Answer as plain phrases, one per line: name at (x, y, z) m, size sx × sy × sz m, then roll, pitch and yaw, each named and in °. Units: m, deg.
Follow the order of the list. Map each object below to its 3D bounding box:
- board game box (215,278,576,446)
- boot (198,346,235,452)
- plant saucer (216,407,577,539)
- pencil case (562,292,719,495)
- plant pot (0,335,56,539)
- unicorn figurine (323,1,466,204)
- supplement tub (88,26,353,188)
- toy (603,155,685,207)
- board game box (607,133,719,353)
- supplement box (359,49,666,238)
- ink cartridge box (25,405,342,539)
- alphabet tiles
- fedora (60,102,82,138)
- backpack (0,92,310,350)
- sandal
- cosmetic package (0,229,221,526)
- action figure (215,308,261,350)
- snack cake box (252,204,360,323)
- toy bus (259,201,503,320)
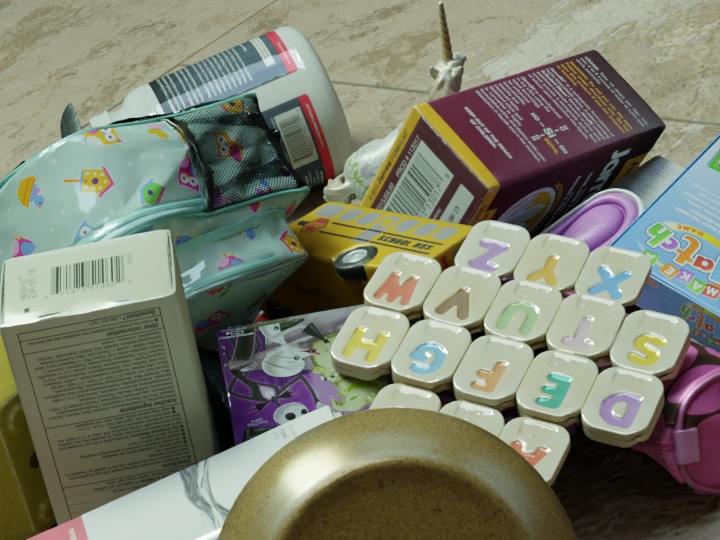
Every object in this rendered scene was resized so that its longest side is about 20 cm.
board game box at (0.018, 0.066, 1.166) m, size 0.199 × 0.032 × 0.120 m, roll -10°, pitch 46°, yaw -5°
boot at (-0.004, 0.090, 1.217) m, size 0.162 × 0.074 × 0.198 m, roll -21°, pitch 38°, yaw -23°
plant saucer at (0.021, 0.169, 0.996) m, size 0.200 × 0.201 × 0.035 m, roll -24°, pitch -6°, yaw -7°
pencil case at (0.161, 0.074, 1.190) m, size 0.093 × 0.091 × 0.200 m, roll 0°, pitch 12°, yaw -35°
plant pot at (-0.273, 0.086, 1.373) m, size 0.200 × 0.195 × 0.196 m, roll 15°, pitch 42°, yaw 32°
unicorn figurine at (0.049, -0.103, 1.447) m, size 0.200 × 0.074 × 0.137 m, roll -48°, pitch -14°, yaw 24°
supplement tub at (-0.119, -0.113, 1.672) m, size 0.199 × 0.141 × 0.140 m, roll -23°, pitch 27°, yaw -7°
toy at (0.165, 0.003, 1.361) m, size 0.200 × 0.047 × 0.115 m, roll -32°, pitch 28°, yaw -10°
board game box at (0.271, -0.020, 1.267) m, size 0.151 × 0.037 × 0.200 m, roll 32°, pitch 50°, yaw 21°
supplement box at (0.110, -0.074, 1.392) m, size 0.200 × 0.110 × 0.086 m, roll -21°, pitch 62°, yaw -41°
ink cartridge box at (-0.073, 0.186, 1.075) m, size 0.199 × 0.147 × 0.083 m, roll -24°, pitch 27°, yaw -6°
alphabet tiles at (0.087, 0.043, 1.143) m, size 0.199 × 0.015 × 0.196 m, roll 14°, pitch 49°, yaw 22°
fedora at (-0.162, -0.050, 1.519) m, size 0.091 × 0.201 × 0.201 m, roll -21°, pitch 27°, yaw -3°
backpack at (-0.147, -0.016, 1.252) m, size 0.200 × 0.154 × 0.176 m, roll -5°, pitch -26°, yaw -44°
sandal at (0.106, 0.005, 1.306) m, size 0.203 × 0.050 × 0.082 m, roll -41°, pitch 39°, yaw -14°
cosmetic package at (-0.140, 0.084, 1.141) m, size 0.103 × 0.200 × 0.073 m, roll -10°, pitch 34°, yaw -2°
action figure at (-0.085, 0.006, 1.446) m, size 0.104 × 0.200 × 0.194 m, roll 25°, pitch 43°, yaw -3°
snack cake box at (0.002, 0.026, 1.410) m, size 0.115 × 0.067 × 0.200 m, roll -5°, pitch 30°, yaw 26°
toy bus at (0.000, 0.000, 1.307) m, size 0.078 × 0.065 × 0.200 m, roll -35°, pitch 28°, yaw -29°
